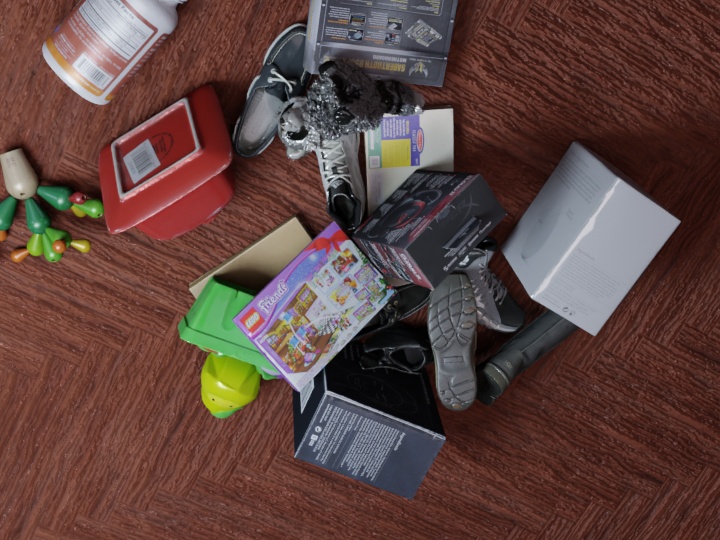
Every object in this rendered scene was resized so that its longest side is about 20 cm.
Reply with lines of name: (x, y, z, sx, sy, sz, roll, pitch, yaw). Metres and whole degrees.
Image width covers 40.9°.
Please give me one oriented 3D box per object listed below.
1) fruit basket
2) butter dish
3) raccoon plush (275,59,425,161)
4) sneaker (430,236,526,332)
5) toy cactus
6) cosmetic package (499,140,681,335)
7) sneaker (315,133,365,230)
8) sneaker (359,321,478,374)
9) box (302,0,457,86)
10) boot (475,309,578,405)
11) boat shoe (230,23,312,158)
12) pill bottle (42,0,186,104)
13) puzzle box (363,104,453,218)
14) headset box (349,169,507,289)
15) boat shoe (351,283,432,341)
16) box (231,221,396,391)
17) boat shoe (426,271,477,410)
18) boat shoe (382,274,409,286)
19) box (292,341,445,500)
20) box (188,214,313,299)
fruit basket: (-0.178, 0.131, 1.422, 0.212, 0.155, 0.220, -1, 96, -13)
butter dish: (-0.244, -0.122, 1.329, 0.197, 0.201, 0.148, -29, 135, 6)
raccoon plush: (-0.020, -0.197, 1.309, 0.198, 0.098, 0.134, 14, 146, -35)
sneaker: (0.190, 0.011, 1.451, 0.198, 0.076, 0.116, 28, 124, -15)
toy cactus: (-0.468, -0.085, 1.358, 0.197, 0.102, 0.167, -17, 103, 10)
cosmetic package: (0.323, -0.051, 1.387, 0.122, 0.200, 0.202, 28, 107, -15)
sneaker: (-0.028, -0.152, 1.355, 0.074, 0.116, 0.203, -15, 112, 1)
sneaker: (0.094, 0.126, 1.484, 0.196, 0.105, 0.061, 10, 111, -10)
box: (0.030, -0.340, 1.303, 0.197, 0.048, 0.161, 1, 113, -20)
boot: (0.257, 0.118, 1.507, 0.200, 0.182, 0.073, -44, 92, -17)
boat shoe: (-0.117, -0.245, 1.338, 0.075, 0.060, 0.202, 23, 107, -12)
pill bottle: (-0.312, -0.325, 1.260, 0.200, 0.112, 0.112, -44, 110, 11)
puzzle box: (0.072, -0.139, 1.420, 0.131, 0.025, 0.203, -4, 112, -4)
headset box: (0.093, -0.060, 1.310, 0.149, 0.199, 0.075, -45, 112, -14)
boat shoe: (0.029, 0.062, 1.465, 0.197, 0.057, 0.070, -22, 116, -9)
box: (-0.064, 0.050, 1.356, 0.200, 0.039, 0.137, -44, 96, -12)
boat shoe: (0.138, 0.102, 1.432, 0.074, 0.074, 0.204, 1, 97, 8)
boat shoe: (0.000, 0.000, 1.436, 0.196, 0.058, 0.067, -12, 148, 3)
box: (0.007, 0.213, 1.459, 0.194, 0.201, 0.125, 21, 110, -13)
box: (-0.135, 0.033, 1.468, 0.198, 0.021, 0.164, -33, 112, 7)
